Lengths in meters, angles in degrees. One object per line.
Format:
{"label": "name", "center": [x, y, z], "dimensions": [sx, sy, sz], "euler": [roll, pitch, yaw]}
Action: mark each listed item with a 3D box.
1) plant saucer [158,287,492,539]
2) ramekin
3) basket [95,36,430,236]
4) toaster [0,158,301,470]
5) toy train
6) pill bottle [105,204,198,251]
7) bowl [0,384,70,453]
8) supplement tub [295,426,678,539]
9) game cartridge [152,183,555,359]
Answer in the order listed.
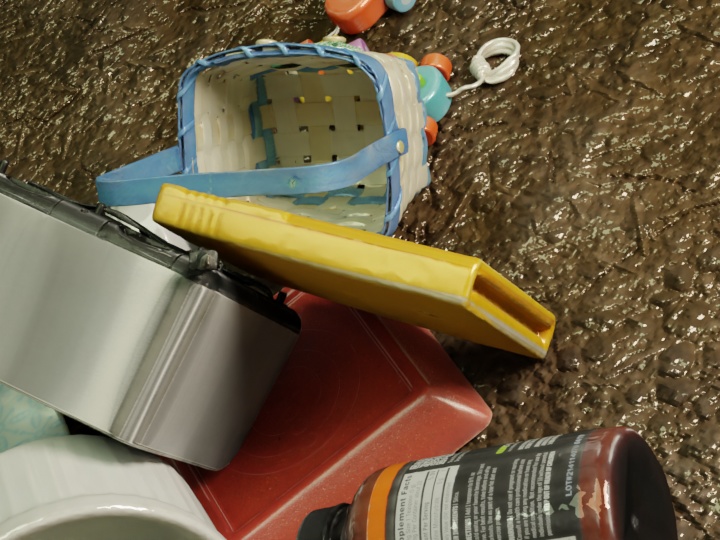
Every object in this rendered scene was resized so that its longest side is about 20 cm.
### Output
{"label": "plant saucer", "center": [-0.043, 0.088, 1.368], "dimensions": [0.200, 0.037, 0.200], "euler": [-39, 42, 1]}
{"label": "ramekin", "center": [-0.165, 0.192, 1.246], "dimensions": [0.200, 0.201, 0.098], "euler": [-36, 34, 2]}
{"label": "basket", "center": [-0.053, -0.075, 1.395], "dimensions": [0.175, 0.140, 0.200], "euler": [-1, 18, 24]}
{"label": "toaster", "center": [-0.152, 0.026, 1.293], "dimensions": [0.180, 0.200, 0.119], "euler": [23, 86, 19]}
{"label": "toy train", "center": [0.015, -0.166, 1.536], "dimensions": [0.150, 0.056, 0.200], "euler": [-45, 42, -7]}
{"label": "pill bottle", "center": [-0.202, 0.024, 1.471], "dimensions": [0.199, 0.120, 0.120], "euler": [-29, 43, 10]}
{"label": "bowl", "center": [-0.285, 0.108, 1.344], "dimensions": [0.108, 0.200, 0.201], "euler": [-42, 38, 24]}
{"label": "supplement tub", "center": [0.065, 0.151, 1.185], "dimensions": [0.199, 0.107, 0.108], "euler": [-13, 48, 27]}
{"label": "game cartridge", "center": [0.000, 0.000, 1.276], "dimensions": [0.199, 0.176, 0.033], "euler": [17, 84, 22]}
